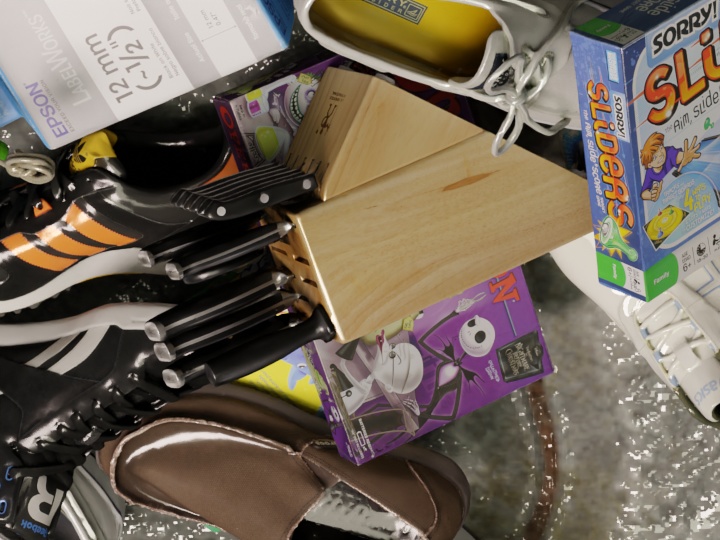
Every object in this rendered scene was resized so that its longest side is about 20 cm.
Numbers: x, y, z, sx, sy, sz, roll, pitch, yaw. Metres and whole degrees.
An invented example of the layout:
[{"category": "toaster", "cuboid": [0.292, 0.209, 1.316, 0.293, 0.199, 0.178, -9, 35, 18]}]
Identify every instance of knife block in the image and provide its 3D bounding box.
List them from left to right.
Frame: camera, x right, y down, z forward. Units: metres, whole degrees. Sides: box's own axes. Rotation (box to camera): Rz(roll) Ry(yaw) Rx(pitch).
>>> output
[{"category": "knife block", "cuboid": [0.000, 0.000, 1.327, 0.200, 0.064, 0.176, 24, 90, -24]}]

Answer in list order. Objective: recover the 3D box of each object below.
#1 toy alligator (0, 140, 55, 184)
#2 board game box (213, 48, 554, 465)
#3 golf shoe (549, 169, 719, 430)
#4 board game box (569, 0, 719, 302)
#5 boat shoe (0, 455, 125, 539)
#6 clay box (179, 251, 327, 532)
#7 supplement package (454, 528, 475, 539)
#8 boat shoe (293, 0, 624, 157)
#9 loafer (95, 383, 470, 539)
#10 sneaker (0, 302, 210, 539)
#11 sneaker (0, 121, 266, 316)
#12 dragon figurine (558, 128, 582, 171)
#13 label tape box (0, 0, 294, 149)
[{"category": "toy alligator", "cuboid": [-0.207, -0.067, 1.363, 0.200, 0.054, 0.059, -3, 155, 47]}, {"category": "board game box", "cuboid": [0.014, -0.016, 1.380, 0.120, 0.032, 0.201, -26, 108, -21]}, {"category": "golf shoe", "cuboid": [0.173, 0.027, 1.414, 0.200, 0.097, 0.078, 36, 118, -16]}, {"category": "board game box", "cuboid": [0.184, -0.090, 1.302, 0.200, 0.034, 0.136, -32, 127, -31]}, {"category": "boat shoe", "cuboid": [-0.204, 0.095, 1.487, 0.200, 0.065, 0.074, 40, 116, -19]}, {"category": "clay box", "cuboid": [-0.035, 0.047, 1.462, 0.200, 0.048, 0.115, -32, 113, 21]}, {"category": "supplement package", "cuboid": [0.008, 0.262, 1.529, 0.200, 0.152, 0.151, -38, 112, 22]}, {"category": "boat shoe", "cuboid": [0.063, -0.100, 1.275, 0.201, 0.086, 0.075, 21, 121, -13]}, {"category": "loafer", "cuboid": [-0.041, 0.112, 1.430, 0.199, 0.071, 0.073, 10, 121, -1]}, {"category": "sneaker", "cuboid": [-0.139, 0.082, 1.394, 0.199, 0.112, 0.073, -7, 160, 33]}, {"category": "sneaker", "cuboid": [-0.146, -0.038, 1.391, 0.199, 0.070, 0.090, -8, 138, 0]}, {"category": "dragon figurine", "cuboid": [0.134, -0.109, 1.353, 0.099, 0.059, 0.200, -18, 119, 12]}, {"category": "label tape box", "cuboid": [-0.152, -0.140, 1.343, 0.199, 0.066, 0.144, -23, 117, 14]}]
